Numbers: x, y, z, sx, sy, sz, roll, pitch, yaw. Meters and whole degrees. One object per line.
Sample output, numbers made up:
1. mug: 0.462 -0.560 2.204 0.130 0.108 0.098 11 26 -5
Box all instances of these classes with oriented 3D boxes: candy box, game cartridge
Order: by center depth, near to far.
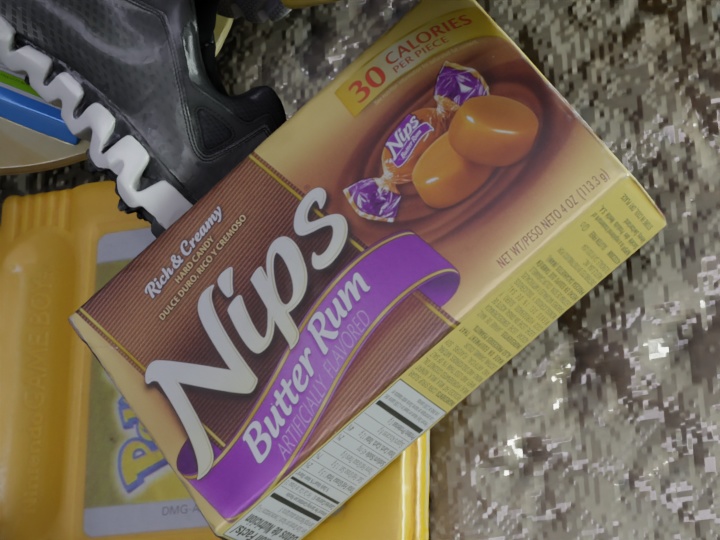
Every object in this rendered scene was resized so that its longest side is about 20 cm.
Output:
1. candy box: 0.000 0.000 0.865 0.200 0.056 0.117 -40 61 5
2. game cartridge: -0.068 0.044 0.928 0.200 0.032 0.176 -7 70 20

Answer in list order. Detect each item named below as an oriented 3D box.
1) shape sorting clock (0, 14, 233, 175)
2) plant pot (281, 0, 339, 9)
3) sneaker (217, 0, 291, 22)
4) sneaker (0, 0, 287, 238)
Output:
1. shape sorting clock: -0.149 -0.131 1.002 0.200 0.039 0.200 -2 69 6
2. plant pot: 0.048 -0.208 0.832 0.201 0.201 0.189 -9 99 21
3. sneaker: -0.105 -0.172 0.961 0.200 0.075 0.082 24 65 4
4. sneaker: -0.104 -0.104 0.922 0.090 0.066 0.200 -42 83 3
